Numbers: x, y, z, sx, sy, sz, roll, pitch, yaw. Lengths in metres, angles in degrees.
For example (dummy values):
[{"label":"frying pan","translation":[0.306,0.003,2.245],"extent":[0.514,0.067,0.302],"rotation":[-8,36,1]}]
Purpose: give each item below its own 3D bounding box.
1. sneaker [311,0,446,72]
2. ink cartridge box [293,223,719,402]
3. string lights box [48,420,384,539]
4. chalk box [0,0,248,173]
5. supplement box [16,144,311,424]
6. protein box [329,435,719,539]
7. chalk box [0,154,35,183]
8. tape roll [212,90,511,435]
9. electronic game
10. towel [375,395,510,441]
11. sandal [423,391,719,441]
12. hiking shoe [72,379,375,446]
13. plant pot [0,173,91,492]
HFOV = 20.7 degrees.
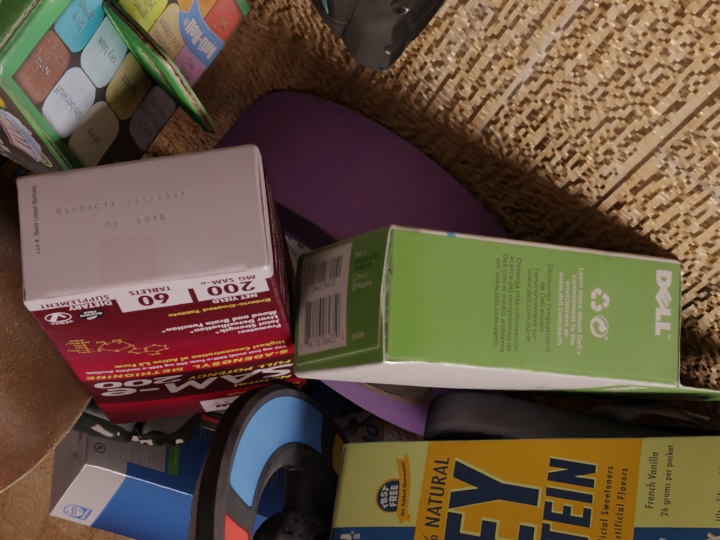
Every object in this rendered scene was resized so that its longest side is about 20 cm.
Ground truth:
[{"label":"sneaker","translation":[0.003,-0.138,0.720],"extent":[0.079,0.076,0.200],"rotation":[40,160,4]},{"label":"ink cartridge box","translation":[0.079,0.024,0.893],"extent":[0.198,0.060,0.104],"rotation":[6,172,-23]},{"label":"string lights box","translation":[-0.081,0.118,1.183],"extent":[0.199,0.103,0.059],"rotation":[20,132,-22]},{"label":"chalk box","translation":[-0.142,-0.125,0.889],"extent":[0.199,0.124,0.125],"rotation":[27,164,27]},{"label":"supplement box","translation":[-0.086,0.013,0.915],"extent":[0.108,0.061,0.200],"rotation":[-8,161,2]},{"label":"protein box","translation":[0.104,0.182,0.941],"extent":[0.197,0.136,0.200],"rotation":[-3,150,22]},{"label":"chalk box","translation":[-0.252,-0.098,1.127],"extent":[0.124,0.124,0.201],"rotation":[53,170,34]},{"label":"tape roll","translation":[0.000,0.000,1.030],"extent":[0.199,0.066,0.200],"rotation":[33,159,14]},{"label":"electronic game","translation":[-0.027,0.154,0.940],"extent":[0.041,0.201,0.201],"rotation":[-12,136,21]},{"label":"towel","translation":[0.031,0.079,1.206],"extent":[0.199,0.023,0.144],"rotation":[27,157,32]},{"label":"sandal","translation":[0.131,0.082,0.942],"extent":[0.198,0.043,0.076],"rotation":[14,154,-3]},{"label":"hiking shoe","translation":[-0.069,0.054,1.123],"extent":[0.199,0.088,0.074],"rotation":[3,-177,-36]},{"label":"plant pot","translation":[-0.252,-0.003,0.993],"extent":[0.186,0.188,0.200],"rotation":[21,159,39]}]
